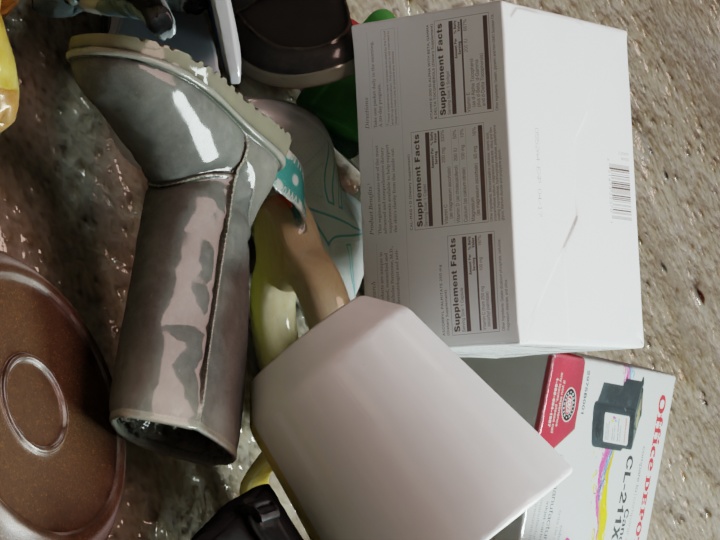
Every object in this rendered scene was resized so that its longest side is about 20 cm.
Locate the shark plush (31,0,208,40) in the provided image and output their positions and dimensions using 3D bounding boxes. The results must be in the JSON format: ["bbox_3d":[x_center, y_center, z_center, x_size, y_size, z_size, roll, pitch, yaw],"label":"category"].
[{"bbox_3d":[-0.120,-0.171,1.524,0.083,0.200,0.091,23,89,-17],"label":"shark plush"}]

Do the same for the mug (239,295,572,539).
[{"bbox_3d":[0.002,0.110,1.533,0.153,0.186,0.149,52,13,4],"label":"mug"}]

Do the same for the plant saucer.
[{"bbox_3d":[-0.184,0.074,1.442,0.200,0.032,0.201,40,41,-45],"label":"plant saucer"}]

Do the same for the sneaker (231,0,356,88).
[{"bbox_3d":[-0.058,-0.194,1.679,0.200,0.075,0.107,-125,-156,-53],"label":"sneaker"}]

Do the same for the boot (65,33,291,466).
[{"bbox_3d":[-0.113,-0.011,1.491,0.182,0.072,0.201,31,68,-41],"label":"boot"}]

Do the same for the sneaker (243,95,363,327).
[{"bbox_3d":[-0.042,-0.037,1.707,0.200,0.070,0.080,54,33,-49],"label":"sneaker"}]

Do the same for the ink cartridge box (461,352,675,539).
[{"bbox_3d":[0.131,0.126,1.864,0.200,0.083,0.146,11,89,-58],"label":"ink cartridge box"}]

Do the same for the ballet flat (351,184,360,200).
[{"bbox_3d":[0.045,0.031,1.848,0.072,0.072,0.201,-21,92,-63],"label":"ballet flat"}]

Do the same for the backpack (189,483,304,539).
[{"bbox_3d":[-0.050,0.245,1.472,0.200,0.154,0.163,45,28,0],"label":"backpack"}]

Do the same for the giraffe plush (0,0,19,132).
[{"bbox_3d":[-0.203,-0.186,1.430,0.172,0.162,0.201,2,70,-58],"label":"giraffe plush"}]

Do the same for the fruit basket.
[{"bbox_3d":[-0.003,-0.116,1.796,0.200,0.094,0.185,32,-7,46],"label":"fruit basket"}]

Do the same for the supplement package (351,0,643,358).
[{"bbox_3d":[0.084,-0.049,1.643,0.156,0.111,0.201,5,82,-56],"label":"supplement package"}]

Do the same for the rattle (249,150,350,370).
[{"bbox_3d":[0.000,0.000,1.654,0.130,0.142,0.201,-143,-133,-81],"label":"rattle"}]

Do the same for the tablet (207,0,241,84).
[{"bbox_3d":[-0.092,-0.198,1.594,0.200,0.014,0.131,-111,-171,-67],"label":"tablet"}]

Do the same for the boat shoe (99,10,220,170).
[{"bbox_3d":[-0.130,-0.128,1.631,0.073,0.068,0.200,-2,53,-15],"label":"boat shoe"}]
